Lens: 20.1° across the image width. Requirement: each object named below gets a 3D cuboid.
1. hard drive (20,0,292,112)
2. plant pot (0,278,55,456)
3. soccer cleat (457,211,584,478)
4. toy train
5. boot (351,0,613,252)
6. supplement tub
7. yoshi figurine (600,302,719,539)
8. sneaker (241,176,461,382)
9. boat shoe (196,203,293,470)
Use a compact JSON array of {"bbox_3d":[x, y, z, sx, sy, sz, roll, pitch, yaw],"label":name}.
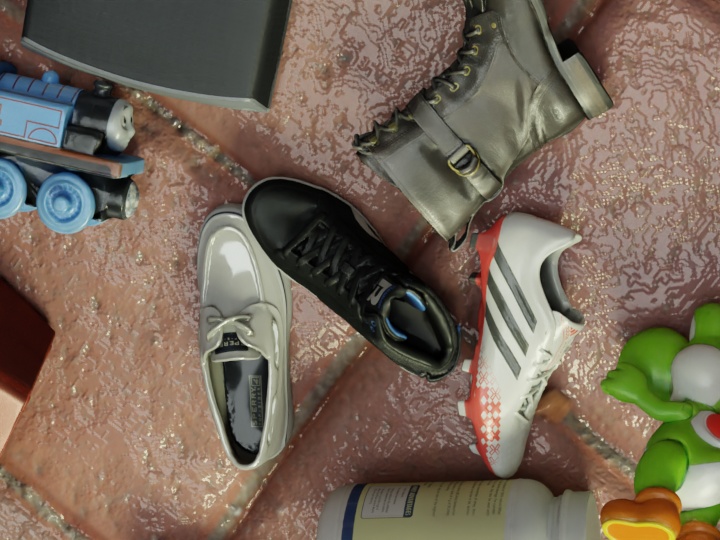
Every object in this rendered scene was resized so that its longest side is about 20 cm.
[{"bbox_3d":[-0.153,-0.197,1.505,0.199,0.042,0.136,16,106,8],"label":"hard drive"},{"bbox_3d":[-0.344,0.087,1.546,0.175,0.200,0.201,26,108,-9],"label":"plant pot"},{"bbox_3d":[0.123,0.058,1.496,0.085,0.069,0.202,6,100,25],"label":"soccer cleat"},{"bbox_3d":[-0.258,-0.098,1.531,0.198,0.087,0.115,12,100,9],"label":"toy train"},{"bbox_3d":[0.066,-0.134,1.450,0.174,0.069,0.201,-35,96,8],"label":"boot"},{"bbox_3d":[0.075,0.228,1.507,0.198,0.145,0.146,-3,103,13],"label":"supplement tub"},{"bbox_3d":[0.218,0.116,1.451,0.111,0.201,0.113,17,148,3],"label":"yoshi figurine"},{"bbox_3d":[0.000,0.000,1.479,0.200,0.112,0.073,40,87,-4],"label":"sneaker"},{"bbox_3d":[-0.092,0.052,1.541,0.071,0.066,0.202,1,103,12],"label":"boat shoe"}]
